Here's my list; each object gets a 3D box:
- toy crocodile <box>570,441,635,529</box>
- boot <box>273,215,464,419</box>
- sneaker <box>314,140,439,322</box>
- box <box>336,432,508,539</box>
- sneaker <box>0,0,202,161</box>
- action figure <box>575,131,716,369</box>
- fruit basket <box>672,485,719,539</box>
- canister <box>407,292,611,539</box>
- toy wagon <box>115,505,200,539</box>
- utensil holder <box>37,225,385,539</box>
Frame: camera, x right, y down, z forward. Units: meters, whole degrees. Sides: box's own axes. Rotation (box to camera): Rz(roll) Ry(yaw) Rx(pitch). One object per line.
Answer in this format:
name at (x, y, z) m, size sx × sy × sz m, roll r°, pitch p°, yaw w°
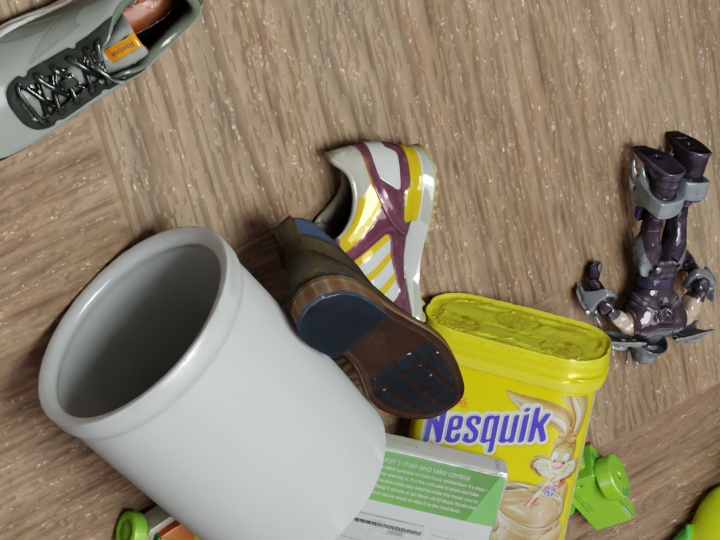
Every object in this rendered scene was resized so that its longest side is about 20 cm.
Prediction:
toy crocodile at (0.169, 0.155, 1.635) m, size 0.067 × 0.062 × 0.200 m, roll -26°, pitch 130°, yaw 28°
boot at (0.008, 0.033, 1.413) m, size 0.075 × 0.097 × 0.200 m, roll -35°, pitch 139°, yaw 10°
sneaker at (0.000, 0.000, 1.467) m, size 0.090 × 0.075 × 0.201 m, roll 0°, pitch 104°, yaw -21°
box at (0.021, 0.225, 1.506) m, size 0.144 × 0.036 × 0.201 m, roll 14°, pitch 109°, yaw -4°
sneaker at (-0.190, -0.141, 1.285) m, size 0.200 × 0.079 × 0.074 m, roll -41°, pitch 127°, yaw -8°
action figure at (0.246, -0.008, 1.608) m, size 0.130 × 0.069 × 0.201 m, roll -11°, pitch 119°, yaw -34°
fruit basket at (0.377, 0.218, 1.758) m, size 0.214 × 0.156 × 0.216 m, roll 7°, pitch 131°, yaw 8°
canister at (0.108, 0.135, 1.540) m, size 0.148 × 0.087 × 0.201 m, roll 14°, pitch 112°, yaw 12°
toy wagon at (-0.132, 0.264, 1.512) m, size 0.155 × 0.040 × 0.201 m, roll 12°, pitch 103°, yaw -33°
utensil holder at (-0.099, 0.096, 1.376) m, size 0.170 × 0.170 × 0.200 m, roll -47°, pitch 123°, yaw -5°
